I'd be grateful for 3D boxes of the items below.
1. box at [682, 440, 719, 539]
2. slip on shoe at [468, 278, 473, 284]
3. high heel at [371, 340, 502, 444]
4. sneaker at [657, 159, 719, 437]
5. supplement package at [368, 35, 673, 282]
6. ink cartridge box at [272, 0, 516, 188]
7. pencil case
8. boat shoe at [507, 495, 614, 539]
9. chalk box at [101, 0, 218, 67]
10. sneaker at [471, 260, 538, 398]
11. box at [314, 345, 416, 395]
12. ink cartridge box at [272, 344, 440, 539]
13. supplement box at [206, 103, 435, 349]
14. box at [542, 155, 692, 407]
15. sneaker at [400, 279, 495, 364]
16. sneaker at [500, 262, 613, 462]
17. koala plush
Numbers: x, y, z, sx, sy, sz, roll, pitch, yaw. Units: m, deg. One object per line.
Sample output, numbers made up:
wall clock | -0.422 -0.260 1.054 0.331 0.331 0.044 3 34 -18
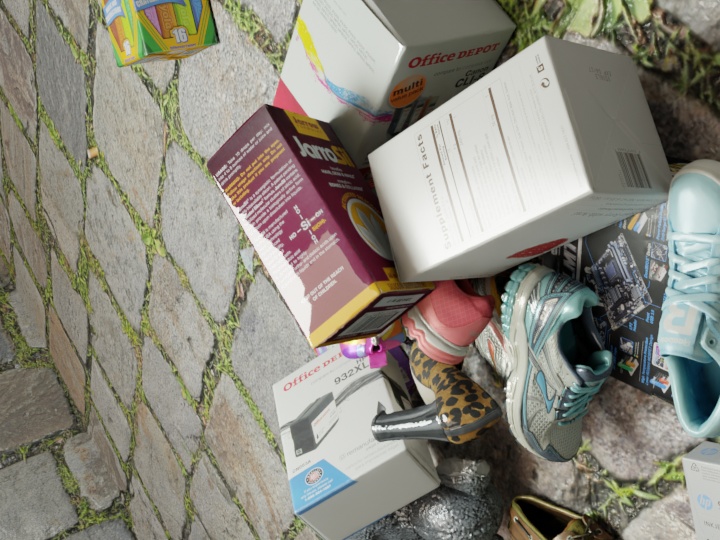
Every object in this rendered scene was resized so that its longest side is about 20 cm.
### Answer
box | 0.354 0.249 0.648 0.156 0.041 0.201 -1 106 56
slip on shoe | 0.104 -0.058 0.797 0.061 0.074 0.201 -110 30 -66
high heel | 0.112 0.106 0.829 0.142 0.200 0.072 -14 114 39
sneaker | 0.246 0.026 0.566 0.074 0.082 0.201 -2 105 54
supplement package | 0.122 -0.077 0.645 0.200 0.121 0.121 -27 72 47
ink cartridge box | 0.025 -0.203 0.796 0.145 0.145 0.200 55 145 22
pencil case | 0.000 0.000 0.882 0.088 0.088 0.201 7 113 54
boat shoe | 0.225 0.293 0.832 0.199 0.072 0.068 6 112 55
chalk box | -0.314 -0.422 1.203 0.124 0.123 0.201 4 110 55
sneaker | 0.165 0.082 0.820 0.082 0.077 0.202 -22 80 64
box | -0.007 0.109 1.108 0.201 0.039 0.137 56 144 22
ink cartridge box | -0.012 0.185 0.926 0.084 0.145 0.200 51 -168 -36
supplement box | -0.036 -0.040 0.721 0.086 0.110 0.201 -39 73 24
box | 0.243 0.005 0.675 0.198 0.049 0.201 27 128 48
sneaker | 0.056 -0.010 0.774 0.087 0.074 0.200 -48 70 25
sneaker | 0.178 0.095 0.710 0.086 0.077 0.201 17 129 48
koala plush | 0.085 0.276 0.954 0.199 0.183 0.179 5 112 44
